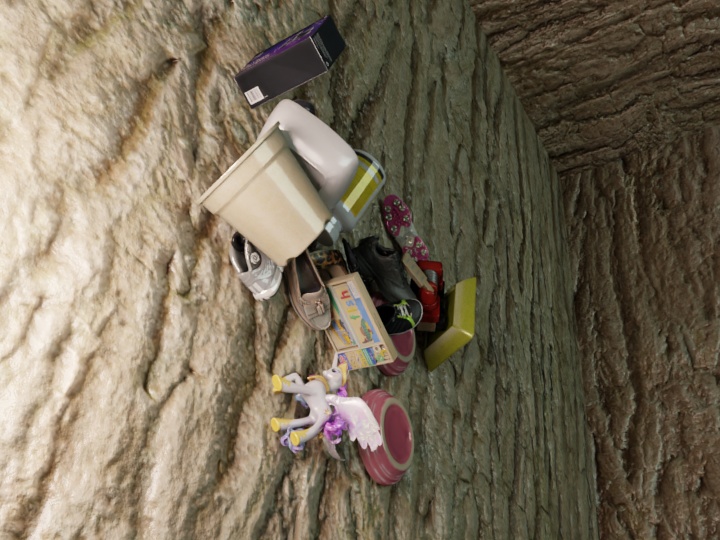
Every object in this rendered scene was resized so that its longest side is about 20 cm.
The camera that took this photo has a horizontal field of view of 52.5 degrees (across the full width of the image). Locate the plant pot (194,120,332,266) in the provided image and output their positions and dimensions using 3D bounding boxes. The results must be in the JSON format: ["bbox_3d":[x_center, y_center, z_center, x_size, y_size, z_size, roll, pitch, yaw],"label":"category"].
[{"bbox_3d":[-0.153,-0.117,1.260,0.184,0.199,0.202,47,34,-13],"label":"plant pot"}]

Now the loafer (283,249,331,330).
[{"bbox_3d":[-0.105,0.029,1.434,0.071,0.062,0.204,-30,107,-27],"label":"loafer"}]

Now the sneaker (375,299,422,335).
[{"bbox_3d":[0.073,0.108,1.641,0.196,0.083,0.073,-19,76,-32],"label":"sneaker"}]

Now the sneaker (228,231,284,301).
[{"bbox_3d":[-0.184,-0.055,1.349,0.115,0.074,0.204,44,40,-39],"label":"sneaker"}]

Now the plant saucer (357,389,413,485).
[{"bbox_3d":[0.061,0.359,1.590,0.200,0.050,0.205,39,42,-47],"label":"plant saucer"}]

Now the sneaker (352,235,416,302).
[{"bbox_3d":[0.069,0.003,1.717,0.200,0.090,0.076,44,25,-15],"label":"sneaker"}]

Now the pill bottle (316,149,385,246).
[{"bbox_3d":[-0.037,-0.155,1.578,0.202,0.110,0.113,-55,127,-23],"label":"pill bottle"}]

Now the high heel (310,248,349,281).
[{"bbox_3d":[-0.053,0.035,1.539,0.199,0.070,0.146,22,50,-67],"label":"high heel"}]

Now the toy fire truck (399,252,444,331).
[{"bbox_3d":[0.157,0.027,1.840,0.179,0.125,0.203,-81,175,-47],"label":"toy fire truck"}]

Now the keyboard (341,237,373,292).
[{"bbox_3d":[0.000,0.000,1.553,0.200,0.039,0.106,76,-8,-74],"label":"keyboard"}]

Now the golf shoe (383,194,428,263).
[{"bbox_3d":[0.113,-0.106,1.951,0.092,0.074,0.204,-122,-172,-85],"label":"golf shoe"}]

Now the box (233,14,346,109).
[{"bbox_3d":[-0.142,-0.425,1.489,0.080,0.196,0.142,59,30,-23],"label":"box"}]

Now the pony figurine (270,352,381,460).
[{"bbox_3d":[-0.068,0.259,1.340,0.197,0.165,0.198,-9,75,-47],"label":"pony figurine"}]

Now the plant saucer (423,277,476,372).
[{"bbox_3d":[0.226,0.133,1.920,0.047,0.200,0.203,25,46,-17],"label":"plant saucer"}]

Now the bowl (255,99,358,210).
[{"bbox_3d":[-0.120,-0.189,1.375,0.198,0.200,0.075,37,45,-3],"label":"bowl"}]

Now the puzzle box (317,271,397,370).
[{"bbox_3d":[-0.020,0.108,1.503,0.025,0.131,0.204,-46,115,-51],"label":"puzzle box"}]

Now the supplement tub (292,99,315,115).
[{"bbox_3d":[-0.125,-0.253,1.528,0.106,0.105,0.205,31,49,-52],"label":"supplement tub"}]

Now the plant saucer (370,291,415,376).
[{"bbox_3d":[0.077,0.148,1.749,0.200,0.050,0.205,39,42,-47],"label":"plant saucer"}]

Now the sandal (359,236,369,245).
[{"bbox_3d":[0.065,-0.009,1.818,0.200,0.042,0.078,45,39,-43],"label":"sandal"}]
